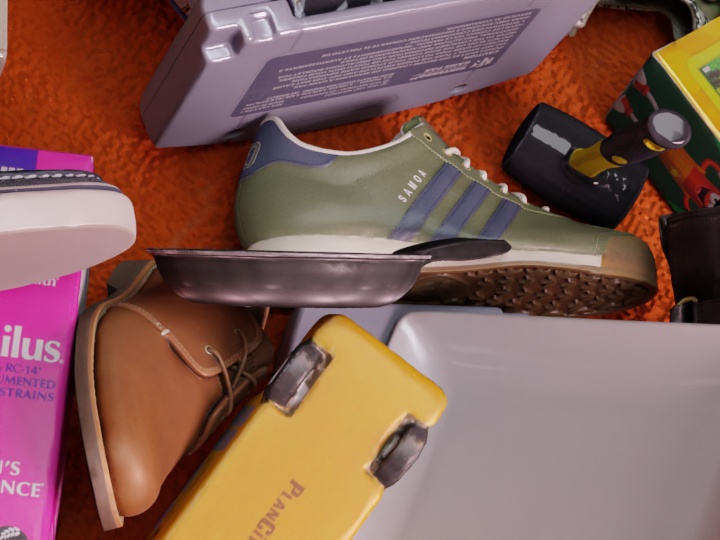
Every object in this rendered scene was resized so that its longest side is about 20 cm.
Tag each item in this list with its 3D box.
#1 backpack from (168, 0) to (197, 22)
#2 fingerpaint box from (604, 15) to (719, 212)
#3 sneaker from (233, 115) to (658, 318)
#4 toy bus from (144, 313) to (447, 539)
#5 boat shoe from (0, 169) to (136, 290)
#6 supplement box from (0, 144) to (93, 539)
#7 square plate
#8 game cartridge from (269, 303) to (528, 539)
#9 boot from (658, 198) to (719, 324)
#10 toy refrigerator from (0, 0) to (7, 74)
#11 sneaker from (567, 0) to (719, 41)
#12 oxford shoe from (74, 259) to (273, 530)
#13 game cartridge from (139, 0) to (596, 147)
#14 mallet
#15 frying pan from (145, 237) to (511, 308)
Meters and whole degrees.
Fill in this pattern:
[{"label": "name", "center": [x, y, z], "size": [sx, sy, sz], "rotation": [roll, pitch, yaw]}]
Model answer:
[{"label": "backpack", "center": [-0.054, -0.201, 1.215], "size": [0.154, 0.191, 0.200], "rotation": [-8, 64, -15]}, {"label": "fingerpaint box", "center": [0.249, -0.066, 1.318], "size": [0.200, 0.073, 0.167], "rotation": [-31, 78, -27]}, {"label": "sneaker", "center": [0.039, -0.031, 1.234], "size": [0.200, 0.067, 0.090], "rotation": [2, 68, -16]}, {"label": "toy bus", "center": [-0.049, 0.114, 1.095], "size": [0.065, 0.078, 0.200], "rotation": [37, 81, -4]}, {"label": "boat shoe", "center": [-0.190, -0.040, 1.044], "size": [0.200, 0.075, 0.093], "rotation": [-6, 72, -8]}, {"label": "supplement box", "center": [-0.169, 0.056, 1.101], "size": [0.101, 0.103, 0.200], "rotation": [6, 63, -4]}, {"label": "square plate", "center": [0.073, 0.107, 1.110], "size": [0.198, 0.028, 0.200], "rotation": [2, 55, 32]}, {"label": "game cartridge", "center": [0.023, 0.111, 1.184], "size": [0.133, 0.040, 0.200], "rotation": [4, 65, -20]}, {"label": "boot", "center": [0.177, 0.047, 1.158], "size": [0.069, 0.200, 0.174], "rotation": [-2, 91, -23]}, {"label": "toy refrigerator", "center": [-0.257, -0.122, 1.178], "size": [0.200, 0.070, 0.076], "rotation": [6, 64, -17]}, {"label": "sneaker", "center": [0.169, -0.152, 1.343], "size": [0.200, 0.077, 0.089], "rotation": [-6, 80, -15]}, {"label": "oxford shoe", "center": [-0.074, 0.041, 1.102], "size": [0.071, 0.071, 0.200], "rotation": [-5, 23, 8]}, {"label": "game cartridge", "center": [0.004, -0.105, 1.220], "size": [0.200, 0.133, 0.041], "rotation": [-13, 71, -23]}, {"label": "mallet", "center": [0.120, -0.047, 1.204], "size": [0.066, 0.200, 0.041], "rotation": [32, 83, -13]}, {"label": "frying pan", "center": [-0.017, -0.001, 1.123], "size": [0.115, 0.190, 0.031], "rotation": [2, 90, 19]}]
